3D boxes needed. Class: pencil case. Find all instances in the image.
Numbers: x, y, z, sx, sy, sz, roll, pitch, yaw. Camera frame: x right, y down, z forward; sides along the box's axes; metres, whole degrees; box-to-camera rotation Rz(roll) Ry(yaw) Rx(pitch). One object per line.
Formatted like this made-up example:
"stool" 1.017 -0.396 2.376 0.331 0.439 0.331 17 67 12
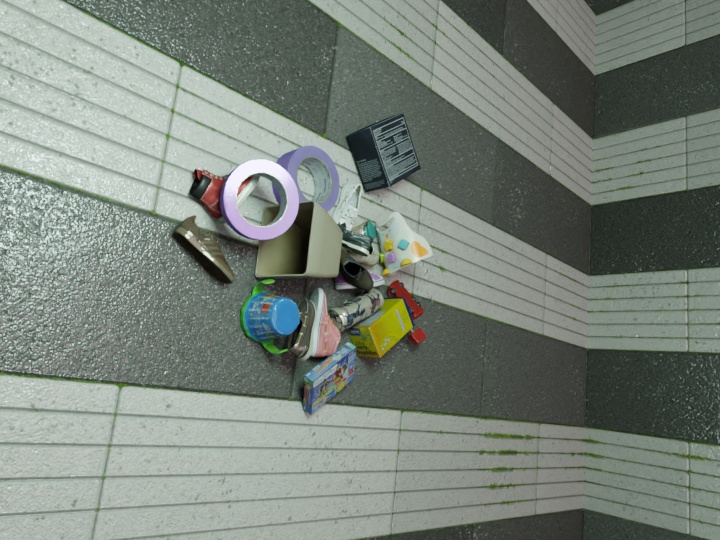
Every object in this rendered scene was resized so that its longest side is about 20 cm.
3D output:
"pencil case" -0.020 0.124 1.745 0.198 0.088 0.080 -26 114 -38

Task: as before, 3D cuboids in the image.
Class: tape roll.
"tape roll" -0.261 -0.181 1.438 0.196 0.065 0.206 -1 92 -24
"tape roll" -0.160 -0.261 1.649 0.197 0.084 0.205 6 82 -45

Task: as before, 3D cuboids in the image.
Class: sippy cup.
"sippy cup" -0.236 0.126 1.506 0.179 0.129 0.141 52 55 -28

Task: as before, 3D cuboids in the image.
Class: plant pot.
"plant pot" -0.157 -0.065 1.570 0.176 0.197 0.205 19 73 -51

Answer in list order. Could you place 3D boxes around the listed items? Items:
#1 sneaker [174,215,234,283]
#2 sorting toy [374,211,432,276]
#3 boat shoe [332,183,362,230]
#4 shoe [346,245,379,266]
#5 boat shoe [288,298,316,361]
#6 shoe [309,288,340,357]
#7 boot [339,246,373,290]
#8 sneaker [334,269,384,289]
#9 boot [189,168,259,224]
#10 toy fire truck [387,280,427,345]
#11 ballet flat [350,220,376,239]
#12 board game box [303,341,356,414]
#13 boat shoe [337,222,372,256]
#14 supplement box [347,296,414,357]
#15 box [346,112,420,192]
"sneaker" -0.382 -0.054 1.421 0.201 0.070 0.076 51 54 -29
"sorting toy" 0.113 -0.091 1.844 0.105 0.199 0.184 -15 81 -42
"boat shoe" -0.038 -0.189 1.772 0.070 0.068 0.205 25 70 -41
"shoe" 0.022 -0.055 1.784 0.070 0.053 0.199 53 21 12
"boat shoe" -0.169 0.157 1.578 0.059 0.071 0.203 36 39 -34
"shoe" -0.108 0.158 1.662 0.089 0.071 0.205 8 86 -30
"boot" -0.014 0.014 1.669 0.075 0.097 0.200 -46 123 2
"sneaker" 0.000 0.000 1.794 0.198 0.072 0.117 0 83 -44
"boot" -0.357 -0.246 1.466 0.144 0.072 0.202 46 60 -30
"toy fire truck" 0.159 0.145 1.913 0.048 0.142 0.201 -30 68 -28
"ballet flat" 0.003 -0.124 1.798 0.200 0.066 0.070 -14 94 -78
"board game box" -0.090 0.319 1.654 0.199 0.034 0.138 -32 138 -43
"boat shoe" -0.051 -0.112 1.680 0.067 0.196 0.075 -62 160 -10
"supplement box" 0.069 0.184 1.816 0.199 0.108 0.112 -36 110 -40
"box" 0.080 -0.398 1.871 0.199 0.122 0.202 -34 110 -43
